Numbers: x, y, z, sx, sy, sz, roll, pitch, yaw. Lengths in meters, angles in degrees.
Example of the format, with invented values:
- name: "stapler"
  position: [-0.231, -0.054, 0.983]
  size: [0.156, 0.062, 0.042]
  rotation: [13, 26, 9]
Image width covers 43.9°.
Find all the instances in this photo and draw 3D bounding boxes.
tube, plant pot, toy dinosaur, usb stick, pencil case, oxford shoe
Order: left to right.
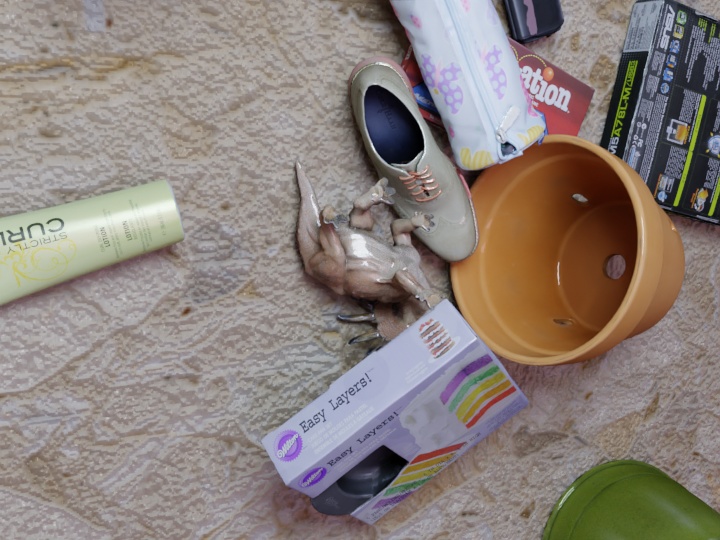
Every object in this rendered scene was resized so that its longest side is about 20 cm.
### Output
- name: "tube"
  position: [-0.235, -0.016, 0.674]
  size: [0.199, 0.052, 0.058]
  rotation: [-18, 67, -17]
- name: "toy dinosaur"
  position: [0.000, 0.000, 0.776]
  size: [0.200, 0.136, 0.086]
  rotation: [36, 51, -5]
- name: "oxford shoe"
  position: [0.044, -0.082, 0.768]
  size: [0.071, 0.074, 0.200]
  rotation: [-28, 110, 14]
- name: "pencil case"
  position: [0.083, -0.184, 0.747]
  size: [0.083, 0.091, 0.201]
  rotation: [-19, 109, 21]
- name: "usb stick"
  position: [0.138, -0.305, 0.802]
  size: [0.055, 0.033, 0.201]
  rotation: [-24, 110, -12]
- name: "plant pot"
  position: [0.201, -0.010, 0.815]
  size: [0.140, 0.200, 0.201]
  rotation: [10, 96, -43]
- name: "plant pot"
  position: [0.319, 0.315, 0.907]
  size: [0.199, 0.193, 0.201]
  rotation: [-1, 92, -18]

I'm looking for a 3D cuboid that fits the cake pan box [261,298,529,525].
- name: "cake pan box"
  position: [0.035, 0.130, 0.763]
  size: [0.200, 0.052, 0.184]
  rotation: [-37, 145, 3]

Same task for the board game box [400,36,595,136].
- name: "board game box"
  position: [0.126, -0.163, 0.833]
  size: [0.199, 0.019, 0.103]
  rotation: [21, 90, -28]

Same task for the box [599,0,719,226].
- name: "box"
  position: [0.344, -0.157, 0.926]
  size: [0.192, 0.047, 0.201]
  rotation: [9, 96, -30]
